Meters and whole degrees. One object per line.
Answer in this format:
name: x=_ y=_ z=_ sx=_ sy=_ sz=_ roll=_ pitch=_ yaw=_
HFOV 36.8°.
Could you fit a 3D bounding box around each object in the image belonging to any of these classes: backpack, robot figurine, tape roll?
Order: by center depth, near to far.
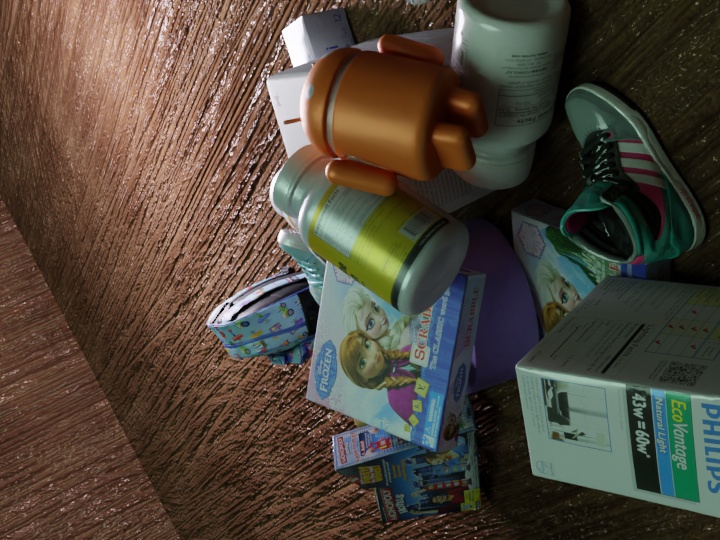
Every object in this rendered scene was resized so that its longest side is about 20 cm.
robot figurine: x=0.024 y=-0.156 z=1.079 sx=0.199 sy=0.117 sz=0.145 roll=16 pitch=111 yaw=21
tape roll: x=0.132 y=0.044 z=1.314 sx=0.200 sy=0.084 sz=0.201 roll=163 pitch=90 yaw=-76
backpack: x=-0.132 y=0.082 z=1.709 sx=0.182 sy=0.199 sz=0.135 roll=-5 pitch=108 yaw=59

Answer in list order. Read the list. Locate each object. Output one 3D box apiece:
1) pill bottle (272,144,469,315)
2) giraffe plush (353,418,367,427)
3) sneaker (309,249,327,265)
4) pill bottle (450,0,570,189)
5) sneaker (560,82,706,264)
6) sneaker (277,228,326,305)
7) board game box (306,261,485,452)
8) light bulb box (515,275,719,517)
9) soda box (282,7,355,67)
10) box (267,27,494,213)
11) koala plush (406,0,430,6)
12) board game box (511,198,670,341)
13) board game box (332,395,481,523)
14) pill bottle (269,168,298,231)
pill bottle: x=0.007 y=-0.049 z=1.135 sx=0.200 sy=0.112 sz=0.112 roll=35 pitch=141 yaw=22
giraffe plush: x=0.058 y=0.113 z=1.505 sx=0.200 sy=0.171 sz=0.163 roll=28 pitch=-136 yaw=-81
sneaker: x=0.000 y=0.000 z=1.379 sx=0.200 sy=0.072 sz=0.083 roll=44 pitch=165 yaw=25
pill bottle: x=0.148 y=-0.191 z=1.126 sx=0.114 sy=0.114 sz=0.201 roll=41 pitch=143 yaw=36
sneaker: x=0.235 y=-0.085 z=1.056 sx=0.201 sy=0.120 sz=0.084 roll=57 pitch=150 yaw=15
sneaker: x=-0.047 y=0.008 z=1.521 sx=0.074 sy=0.199 sz=0.082 roll=17 pitch=82 yaw=48
board game box: x=0.036 y=0.079 z=1.239 sx=0.199 sy=0.041 sz=0.202 roll=16 pitch=101 yaw=38
light bulb box: x=0.282 y=0.107 z=1.004 sx=0.199 sy=0.198 sz=0.126 roll=7 pitch=120 yaw=39
soda box: x=-0.034 y=-0.236 z=1.420 sx=0.063 sy=0.068 sz=0.201 roll=-15 pitch=94 yaw=60
box: x=0.028 y=-0.164 z=1.283 sx=0.198 sy=0.171 sz=0.201 roll=10 pitch=120 yaw=54
koala plush: x=0.011 y=-0.388 z=1.166 sx=0.177 sy=0.183 sz=0.201 roll=34 pitch=151 yaw=43
board game box: x=0.254 y=0.042 z=1.202 sx=0.199 sy=0.041 sz=0.201 roll=27 pitch=134 yaw=49
board game box: x=0.066 y=0.273 z=1.527 sx=0.201 sy=0.198 sz=0.062 roll=81 pitch=-178 yaw=-45
pill bottle: x=-0.042 y=-0.097 z=1.516 sx=0.200 sy=0.111 sz=0.112 roll=19 pitch=128 yaw=53
